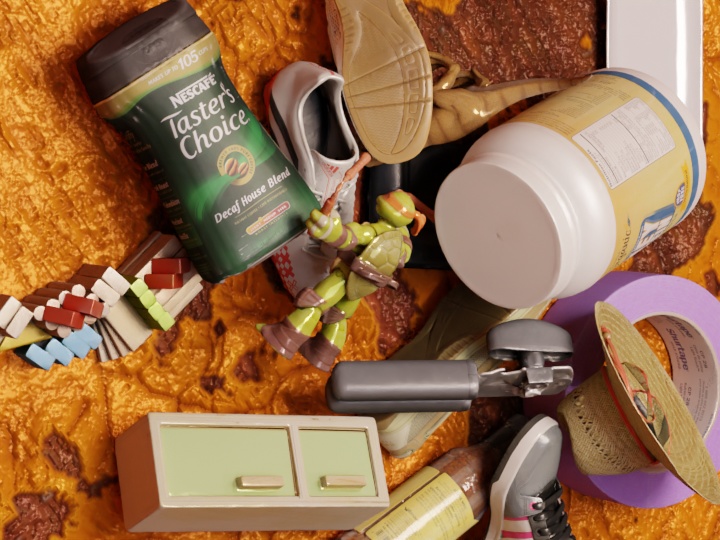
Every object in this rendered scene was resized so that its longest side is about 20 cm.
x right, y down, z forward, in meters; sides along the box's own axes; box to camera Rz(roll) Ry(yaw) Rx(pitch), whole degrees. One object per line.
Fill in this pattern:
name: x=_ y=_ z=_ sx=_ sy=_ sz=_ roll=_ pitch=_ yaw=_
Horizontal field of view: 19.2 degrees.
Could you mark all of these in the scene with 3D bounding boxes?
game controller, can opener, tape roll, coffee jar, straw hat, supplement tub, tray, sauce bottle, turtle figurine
game controller: x=0.092 y=-0.052 z=1.766 sx=0.199 sy=0.042 sz=0.105 roll=3 pitch=77 yaw=-32
can opener: x=0.071 y=0.075 z=1.679 sx=0.199 sy=0.053 sz=0.067 roll=0 pitch=66 yaw=-12
tape roll: x=0.238 y=0.102 z=1.844 sx=0.200 sy=0.066 sz=0.201 roll=-2 pitch=94 yaw=-30
coffee jar: x=-0.121 y=-0.098 z=1.581 sx=0.104 sy=0.085 sz=0.200 roll=-35 pitch=99 yaw=-16
straw hat: x=0.206 y=0.124 z=1.728 sx=0.085 sy=0.201 sz=0.201 roll=-32 pitch=114 yaw=15
supplement tub: x=0.166 y=-0.065 z=1.691 sx=0.200 sy=0.144 sz=0.145 roll=-32 pitch=110 yaw=-42
tray: x=0.251 y=-0.191 z=1.857 sx=0.107 sy=0.022 sz=0.201 roll=-3 pitch=95 yaw=-30
sauce bottle: x=0.068 y=0.189 z=1.745 sx=0.200 sy=0.066 sz=0.066 roll=-33 pitch=109 yaw=-23
turtle figurine: x=0.000 y=0.000 z=1.620 sx=0.161 sy=0.064 sz=0.200 roll=-55 pitch=161 yaw=9

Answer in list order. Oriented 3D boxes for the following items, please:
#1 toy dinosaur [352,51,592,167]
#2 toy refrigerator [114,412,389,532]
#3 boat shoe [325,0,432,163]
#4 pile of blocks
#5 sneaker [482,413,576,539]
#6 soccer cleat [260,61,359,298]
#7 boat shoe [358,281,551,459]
toy dinosaur: x=0.088 y=-0.132 z=1.708 sx=0.199 sy=0.106 sz=0.060 roll=-23 pitch=135 yaw=9
toy refrigerator: x=-0.081 y=0.154 z=1.636 sx=0.199 sy=0.070 sz=0.076 roll=4 pitch=65 yaw=-32
boat shoe: x=0.011 y=-0.182 z=1.674 sx=0.071 sy=0.069 sz=0.201 roll=-12 pitch=89 yaw=-4
pile of blocks: x=-0.196 y=0.035 z=1.577 sx=0.200 sy=0.062 sz=0.082 roll=-21 pitch=104 yaw=-28
sneaker: x=0.160 y=0.223 z=1.729 sx=0.084 sy=0.121 sz=0.201 roll=-28 pitch=138 yaw=-47
soccer cleat: x=-0.033 y=-0.062 z=1.655 sx=0.068 sy=0.085 sz=0.201 roll=-8 pitch=97 yaw=-31
boat shoe: x=0.086 y=0.069 z=1.740 sx=0.201 sy=0.073 sz=0.063 roll=-45 pitch=129 yaw=-10
